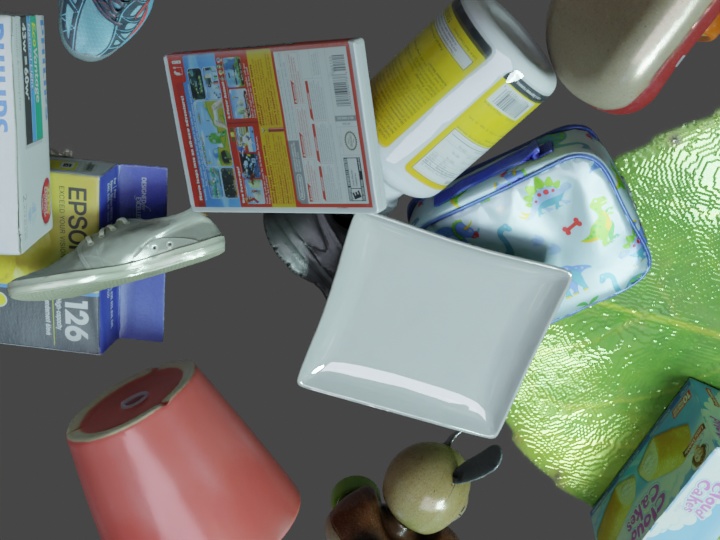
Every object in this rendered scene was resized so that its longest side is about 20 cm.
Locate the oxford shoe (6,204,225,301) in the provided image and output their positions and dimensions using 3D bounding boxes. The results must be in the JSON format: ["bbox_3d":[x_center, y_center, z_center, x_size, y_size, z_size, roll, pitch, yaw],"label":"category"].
[{"bbox_3d":[-0.224,-0.016,1.108,0.200,0.075,0.058,-17,88,-14],"label":"oxford shoe"}]

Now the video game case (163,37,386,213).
[{"bbox_3d":[-0.075,-0.119,1.031,0.200,0.017,0.143,2,110,32],"label":"video game case"}]

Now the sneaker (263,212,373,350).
[{"bbox_3d":[0.000,0.000,1.134,0.091,0.076,0.200,-37,115,13],"label":"sneaker"}]

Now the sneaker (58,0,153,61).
[{"bbox_3d":[-0.195,-0.249,0.984,0.079,0.096,0.200,30,116,-14],"label":"sneaker"}]

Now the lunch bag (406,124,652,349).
[{"bbox_3d":[0.150,-0.032,1.101,0.200,0.083,0.161,-26,117,16],"label":"lunch bag"}]

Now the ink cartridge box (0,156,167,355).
[{"bbox_3d":[-0.287,-0.013,1.153,0.200,0.047,0.198,7,119,1],"label":"ink cartridge box"}]

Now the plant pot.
[{"bbox_3d":[-0.185,0.199,1.198,0.200,0.200,0.178,-22,106,14],"label":"plant pot"}]

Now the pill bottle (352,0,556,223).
[{"bbox_3d":[0.059,-0.133,1.030,0.112,0.112,0.200,42,113,-19],"label":"pill bottle"}]

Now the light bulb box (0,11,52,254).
[{"bbox_3d":[-0.371,-0.119,1.014,0.199,0.125,0.199,0,102,-3],"label":"light bulb box"}]

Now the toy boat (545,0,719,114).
[{"bbox_3d":[0.247,-0.216,0.985,0.131,0.131,0.200,15,121,-42],"label":"toy boat"}]

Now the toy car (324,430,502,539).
[{"bbox_3d":[0.076,0.235,1.223,0.158,0.164,0.200,35,103,-16],"label":"toy car"}]

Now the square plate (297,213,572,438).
[{"bbox_3d":[0.062,0.049,1.092,0.198,0.028,0.200,16,122,-6],"label":"square plate"}]

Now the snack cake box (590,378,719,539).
[{"bbox_3d":[0.316,0.224,1.221,0.067,0.115,0.200,24,118,-10],"label":"snack cake box"}]
